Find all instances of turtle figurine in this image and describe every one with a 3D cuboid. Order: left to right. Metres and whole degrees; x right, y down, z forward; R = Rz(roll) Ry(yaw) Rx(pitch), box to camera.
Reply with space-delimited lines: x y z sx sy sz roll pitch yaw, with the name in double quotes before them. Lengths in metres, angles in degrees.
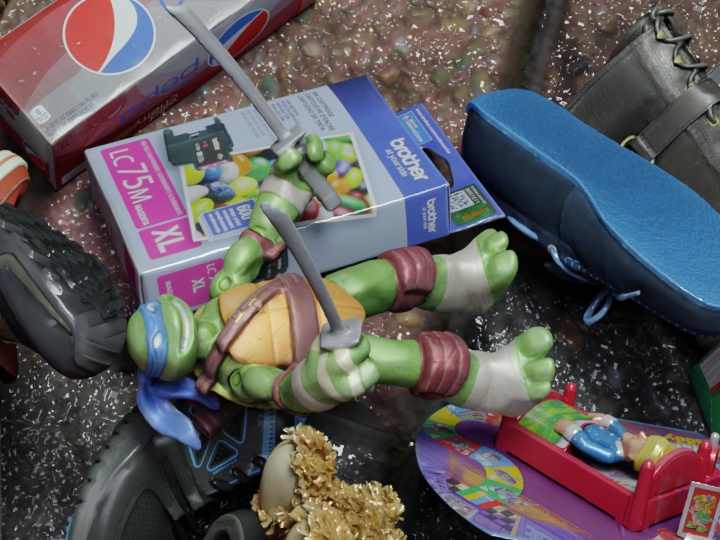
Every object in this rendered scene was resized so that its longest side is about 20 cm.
"turtle figurine" 0.000 0.000 0.768 0.193 0.144 0.201 5 105 -29

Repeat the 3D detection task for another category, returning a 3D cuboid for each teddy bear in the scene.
"teddy bear" 0.013 0.155 0.746 0.066 0.145 0.201 -26 109 1

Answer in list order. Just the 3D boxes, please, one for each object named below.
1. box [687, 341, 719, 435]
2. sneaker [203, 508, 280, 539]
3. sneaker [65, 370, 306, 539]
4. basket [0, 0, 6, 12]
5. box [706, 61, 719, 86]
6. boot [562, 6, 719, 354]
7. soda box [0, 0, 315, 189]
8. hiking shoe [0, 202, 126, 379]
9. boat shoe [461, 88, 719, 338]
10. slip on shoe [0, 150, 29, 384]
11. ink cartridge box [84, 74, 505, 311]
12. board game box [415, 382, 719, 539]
"box" 0.285 0.031 0.882 0.199 0.117 0.049 -13 73 -12
"sneaker" -0.038 0.217 0.795 0.079 0.075 0.201 10 81 -32
"sneaker" -0.074 0.092 0.835 0.082 0.073 0.200 28 68 14
"basket" -0.266 -0.190 0.858 0.148 0.200 0.143 24 70 1
"box" 0.302 -0.101 0.971 0.158 0.048 0.200 43 71 9
"boot" 0.202 -0.069 0.894 0.200 0.069 0.175 -38 78 25
"soda box" -0.113 -0.137 0.928 0.200 0.063 0.070 -38 78 -19
"hiking shoe" -0.191 0.011 0.779 0.200 0.076 0.101 33 95 32
"boat shoe" 0.130 -0.024 0.886 0.084 0.069 0.200 -11 42 -31
"slip on shoe" -0.201 0.036 0.849 0.061 0.074 0.201 16 74 -6
"ink cartridge box" -0.036 -0.046 0.887 0.199 0.042 0.120 -15 40 -15
"board game box" 0.128 0.088 0.827 0.199 0.158 0.039 11 110 -2
